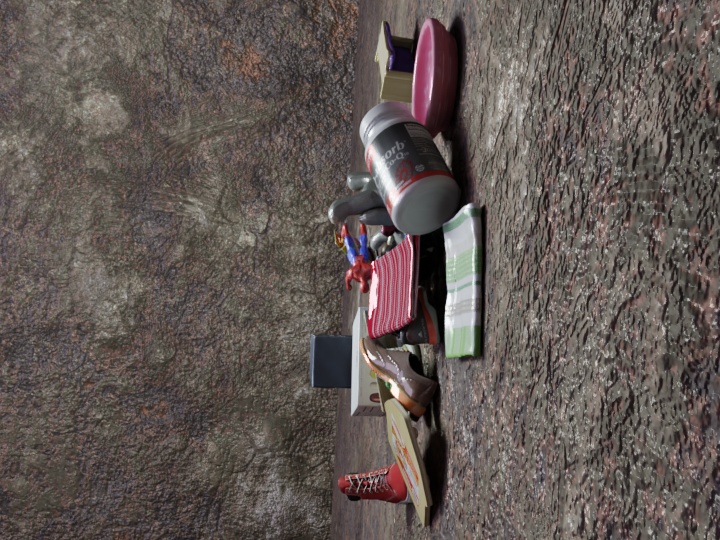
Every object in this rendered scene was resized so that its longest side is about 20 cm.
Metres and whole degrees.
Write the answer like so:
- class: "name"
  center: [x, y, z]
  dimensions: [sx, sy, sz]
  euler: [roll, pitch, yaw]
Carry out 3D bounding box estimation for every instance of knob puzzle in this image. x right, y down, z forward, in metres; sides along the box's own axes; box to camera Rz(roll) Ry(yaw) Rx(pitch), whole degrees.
- class: "knob puzzle"
  center: [0.086, 0.298, 1.272]
  dimensions: [0.219, 0.030, 0.225]
  euler: [164, 91, -80]

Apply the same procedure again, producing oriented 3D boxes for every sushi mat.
- class: "sushi mat"
  center: [0.053, 0.178, 1.507]
  dimensions: [0.012, 0.095, 0.205]
  euler: [-21, 72, 36]

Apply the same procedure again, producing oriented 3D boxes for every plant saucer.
- class: "plant saucer"
  center: [0.126, -0.318, 1.295]
  dimensions: [0.200, 0.049, 0.207]
  euler: [-178, 90, -85]

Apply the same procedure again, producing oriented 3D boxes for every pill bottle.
- class: "pill bottle"
  center: [0.072, -0.166, 1.208]
  dimensions: [0.117, 0.113, 0.203]
  euler: [100, 154, -49]

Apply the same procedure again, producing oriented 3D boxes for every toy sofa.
- class: "toy sofa"
  center: [0.083, -0.452, 1.649]
  dimensions: [0.202, 0.080, 0.099]
  euler: [-94, 14, -52]

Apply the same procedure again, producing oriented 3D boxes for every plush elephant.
- class: "plush elephant"
  center: [0.059, -0.101, 1.448]
  dimensions: [0.166, 0.195, 0.158]
  euler: [-72, -32, -57]

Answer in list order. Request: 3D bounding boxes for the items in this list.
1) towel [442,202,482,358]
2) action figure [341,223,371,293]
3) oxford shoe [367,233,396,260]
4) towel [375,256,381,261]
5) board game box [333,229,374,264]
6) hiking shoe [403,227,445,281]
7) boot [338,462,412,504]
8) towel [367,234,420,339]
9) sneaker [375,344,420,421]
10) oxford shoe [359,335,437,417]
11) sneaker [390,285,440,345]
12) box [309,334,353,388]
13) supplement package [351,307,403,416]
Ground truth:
- class: "towel"
  center: [0.141, 0.020, 1.077]
  dimensions: [0.149, 0.030, 0.206]
  euler: [123, 149, -81]
- class: "action figure"
  center: [0.000, 0.000, 1.496]
  dimensions: [0.202, 0.063, 0.101]
  euler: [-100, 4, -58]
- class: "oxford shoe"
  center: [0.048, -0.038, 1.588]
  dimensions: [0.074, 0.083, 0.200]
  euler: [-57, -3, -2]
- class: "towel"
  center: [0.066, 0.045, 1.481]
  dimensions: [0.200, 0.047, 0.115]
  euler: [46, -137, -74]
- class: "board game box"
  center: [0.020, -0.015, 1.644]
  dimensions: [0.030, 0.199, 0.096]
  euler: [-46, 17, 13]
- class: "hiking shoe"
  center: [0.108, -0.054, 1.315]
  dimensions: [0.201, 0.072, 0.088]
  euler: [117, 164, -54]
- class: "boot"
  center: [0.032, 0.400, 1.444]
  dimensions: [0.201, 0.140, 0.074]
  euler: [106, 167, -61]
- class: "towel"
  center: [0.053, 0.030, 1.279]
  dimensions: [0.200, 0.022, 0.149]
  euler: [144, 132, -68]
- class: "sneaker"
  center: [0.071, 0.207, 1.412]
  dimensions: [0.201, 0.086, 0.079]
  euler: [-99, 13, -63]
- class: "oxford shoe"
  center: [0.068, 0.166, 1.334]
  dimensions: [0.074, 0.071, 0.200]
  euler: [-53, 46, 8]
- class: "sneaker"
  center: [0.082, 0.079, 1.325]
  dimensions: [0.200, 0.080, 0.079]
  euler: [-119, 17, -80]
- class: "box"
  center: [-0.021, 0.213, 1.803]
  dimensions: [0.197, 0.194, 0.121]
  euler: [145, 127, -84]
- class: "supplement package"
  center: [0.040, 0.197, 1.620]
  dimensions: [0.156, 0.108, 0.206]
  euler: [109, 163, -72]
